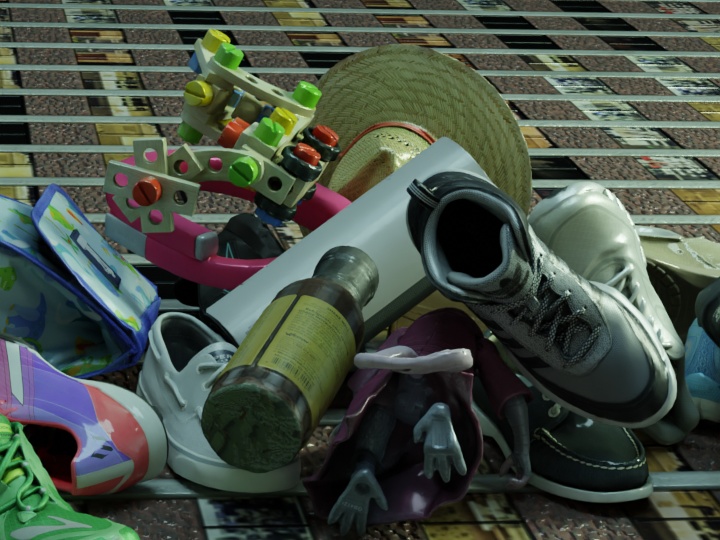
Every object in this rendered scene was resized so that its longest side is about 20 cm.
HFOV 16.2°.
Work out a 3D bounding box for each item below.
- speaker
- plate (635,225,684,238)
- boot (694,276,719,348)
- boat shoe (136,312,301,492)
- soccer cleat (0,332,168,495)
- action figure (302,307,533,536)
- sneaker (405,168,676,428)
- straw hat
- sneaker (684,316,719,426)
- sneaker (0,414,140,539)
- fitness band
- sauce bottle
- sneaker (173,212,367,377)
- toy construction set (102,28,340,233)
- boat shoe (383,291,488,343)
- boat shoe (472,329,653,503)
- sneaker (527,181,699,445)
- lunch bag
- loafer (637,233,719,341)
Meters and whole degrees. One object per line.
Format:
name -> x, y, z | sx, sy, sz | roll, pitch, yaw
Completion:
speaker -> 0.000, 0.000, 1.632 | 0.200, 0.081, 0.081 | -37, 27, -12
plate -> 0.196, 0.000, 1.929 | 0.200, 0.032, 0.200 | -3, 16, -21
boot -> 0.295, 0.093, 1.529 | 0.165, 0.066, 0.200 | 28, 16, -23
boat shoe -> -0.087, 0.077, 1.539 | 0.072, 0.069, 0.200 | -2, 17, -16
soccer cleat -> -0.206, 0.086, 1.502 | 0.200, 0.068, 0.073 | 18, 26, 37
action figure -> 0.029, 0.066, 1.480 | 0.134, 0.149, 0.200 | 1, 28, 16
sneaker -> 0.098, 0.018, 1.458 | 0.200, 0.076, 0.114 | 43, 6, 8
straw hat -> 0.018, -0.053, 1.793 | 0.201, 0.201, 0.085 | 9, 21, 21
sneaker -> 0.271, 0.040, 1.689 | 0.078, 0.090, 0.200 | 10, 18, 26
sneaker -> -0.197, 0.121, 1.337 | 0.200, 0.084, 0.074 | 16, 20, 37
fitness band -> -0.089, -0.038, 1.736 | 0.143, 0.038, 0.200 | -17, 31, -38
sauce bottle -> -0.033, 0.046, 1.492 | 0.065, 0.065, 0.200 | 7, 29, 16
sneaker -> -0.061, 0.032, 1.744 | 0.079, 0.075, 0.200 | -33, 33, -13
toy construction set -> -0.087, -0.087, 1.692 | 0.131, 0.092, 0.200 | 32, 33, 2
boat shoe -> 0.057, 0.047, 1.708 | 0.073, 0.063, 0.200 | 21, 22, 8
boat shoe -> 0.118, 0.087, 1.553 | 0.075, 0.060, 0.200 | -5, 17, -26
sneaker -> 0.162, 0.028, 1.565 | 0.075, 0.200, 0.081 | -32, 38, -5
lunch bag -> -0.233, 0.011, 1.674 | 0.200, 0.128, 0.170 | 17, 10, -4
loafer -> 0.221, 0.011, 1.812 | 0.200, 0.076, 0.068 | 11, 25, -6
